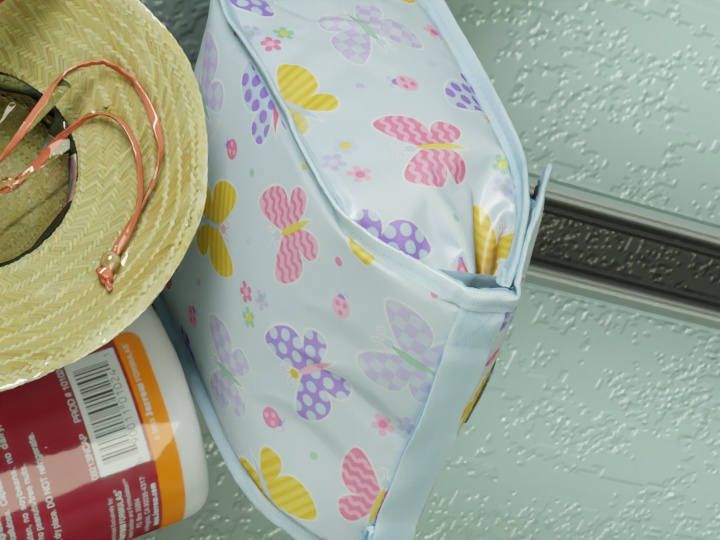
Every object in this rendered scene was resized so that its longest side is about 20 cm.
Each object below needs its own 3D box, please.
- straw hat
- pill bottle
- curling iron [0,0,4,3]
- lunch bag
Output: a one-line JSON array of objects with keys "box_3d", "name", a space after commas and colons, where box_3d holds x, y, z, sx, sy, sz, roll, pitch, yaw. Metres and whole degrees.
[{"box_3d": [-0.160, -0.037, 1.024, 0.200, 0.085, 0.202, 0, 84, -2], "name": "straw hat"}, {"box_3d": [-0.175, 0.083, 1.080, 0.199, 0.113, 0.113, -19, 126, -15], "name": "pill bottle"}, {"box_3d": [-0.142, -0.116, 0.964, 0.200, 0.026, 0.050, -36, 156, -28], "name": "curling iron"}, {"box_3d": [0.000, 0.000, 1.044, 0.127, 0.200, 0.170, -3, 135, -24], "name": "lunch bag"}]
